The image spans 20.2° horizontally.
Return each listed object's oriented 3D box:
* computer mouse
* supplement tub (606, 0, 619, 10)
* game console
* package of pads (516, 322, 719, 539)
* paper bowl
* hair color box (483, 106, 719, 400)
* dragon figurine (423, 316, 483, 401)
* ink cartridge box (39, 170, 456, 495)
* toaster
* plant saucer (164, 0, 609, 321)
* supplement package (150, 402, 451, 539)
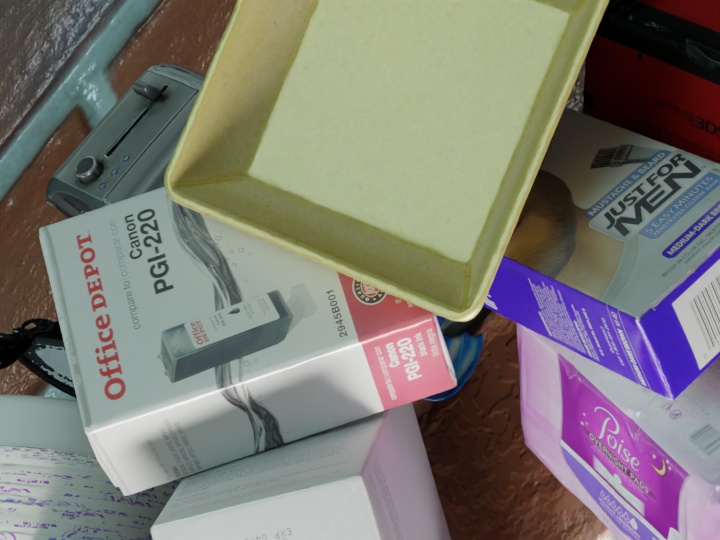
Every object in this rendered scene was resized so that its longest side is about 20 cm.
[{"bbox_3d":[-0.180,0.073,1.451,0.200,0.138,0.053,7,95,32],"label":"computer mouse"},{"bbox_3d":[0.088,-0.232,1.159,0.107,0.107,0.200,-47,38,23],"label":"supplement tub"},{"bbox_3d":[0.228,-0.100,1.111,0.200,0.119,0.172,32,131,48],"label":"game console"},{"bbox_3d":[0.163,0.093,1.100,0.076,0.121,0.200,-26,43,-19],"label":"package of pads"},{"bbox_3d":[-0.221,0.147,1.393,0.201,0.201,0.104,-9,71,42],"label":"paper bowl"},{"bbox_3d":[0.126,-0.018,1.082,0.109,0.065,0.200,-41,35,-18],"label":"hair color box"},{"bbox_3d":[0.036,0.044,1.281,0.059,0.099,0.200,26,71,46],"label":"dragon figurine"},{"bbox_3d":[-0.065,0.020,1.132,0.200,0.085,0.146,-19,57,1],"label":"ink cartridge box"},{"bbox_3d":[-0.106,-0.047,1.374,0.114,0.200,0.129,26,77,46],"label":"toaster"},{"bbox_3d":[0.019,-0.094,1.074,0.200,0.048,0.200,23,90,25],"label":"plant saucer"},{"bbox_3d":[-0.026,0.151,1.149,0.121,0.200,0.120,-15,101,11],"label":"supplement package"}]
